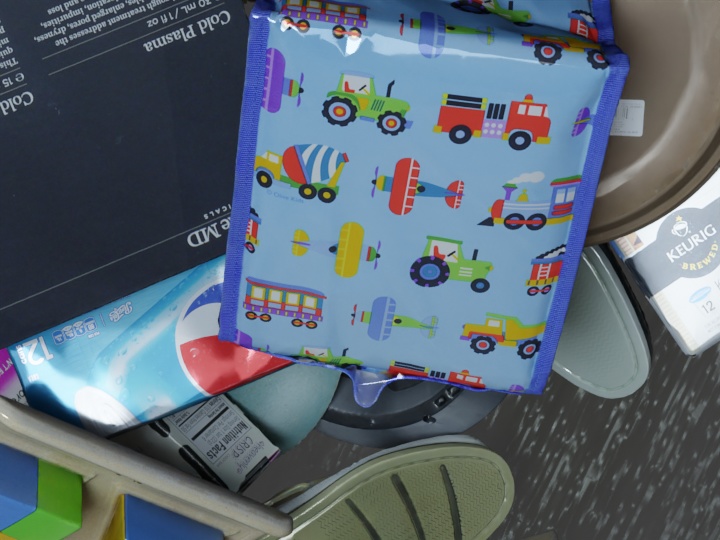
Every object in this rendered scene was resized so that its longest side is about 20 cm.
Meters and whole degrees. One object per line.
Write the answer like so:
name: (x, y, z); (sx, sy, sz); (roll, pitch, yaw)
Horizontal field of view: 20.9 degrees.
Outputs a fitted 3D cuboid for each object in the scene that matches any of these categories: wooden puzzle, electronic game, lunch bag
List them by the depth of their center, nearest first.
lunch bag: (0.019, -0.026, 0.839); (0.150, 0.094, 0.201); (8, 119, -2)
wooden puzzle: (-0.160, 0.133, 0.919); (0.199, 0.185, 0.047); (-27, 51, 35)
electronic game: (0.000, 0.000, 1.018); (0.199, 0.042, 0.201); (11, 115, 23)

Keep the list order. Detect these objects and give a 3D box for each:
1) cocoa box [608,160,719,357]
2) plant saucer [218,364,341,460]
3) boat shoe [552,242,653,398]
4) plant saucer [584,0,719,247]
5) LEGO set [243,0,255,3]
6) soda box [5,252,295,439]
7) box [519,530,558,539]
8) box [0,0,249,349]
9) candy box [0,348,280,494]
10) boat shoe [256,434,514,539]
cocoa box: (0.206, -0.072, 0.947); (0.200, 0.133, 0.132); (-35, 88, 12)
plant saucer: (-0.105, 0.022, 1.031); (0.200, 0.039, 0.202); (9, 114, 22)
boat shoe: (0.091, -0.027, 1.010); (0.075, 0.060, 0.201); (-32, 93, 41)
plant saucer: (0.081, -0.100, 0.862); (0.199, 0.029, 0.201); (1, 109, 4)
LEGO set: (-0.111, -0.152, 0.988); (0.199, 0.154, 0.116); (-12, 66, 1)
soda box: (-0.064, 0.024, 0.929); (0.199, 0.068, 0.064); (-22, 87, -5)
box: (0.017, 0.210, 1.033); (0.199, 0.095, 0.078); (-18, 92, 11)
box: (-0.147, -0.082, 0.886); (0.199, 0.104, 0.183); (-22, 114, -8)
candy box: (-0.158, 0.073, 1.019); (0.200, 0.061, 0.136); (46, 123, 3)
boat shoe: (-0.019, 0.137, 1.017); (0.199, 0.068, 0.075); (-23, 107, -11)
